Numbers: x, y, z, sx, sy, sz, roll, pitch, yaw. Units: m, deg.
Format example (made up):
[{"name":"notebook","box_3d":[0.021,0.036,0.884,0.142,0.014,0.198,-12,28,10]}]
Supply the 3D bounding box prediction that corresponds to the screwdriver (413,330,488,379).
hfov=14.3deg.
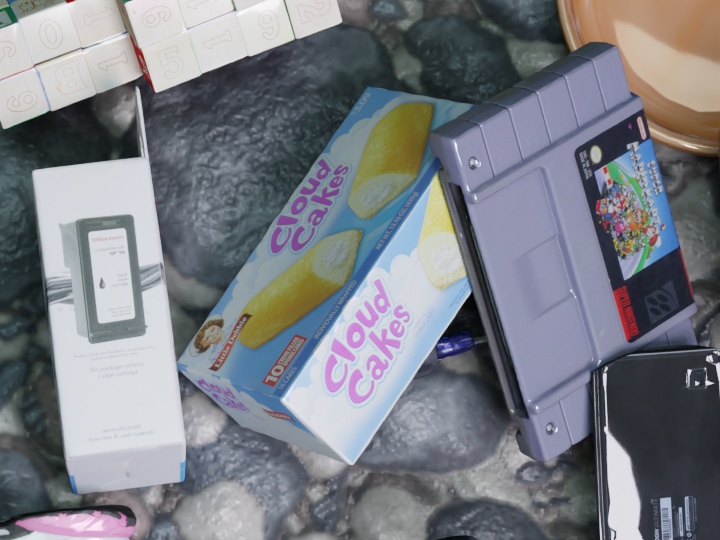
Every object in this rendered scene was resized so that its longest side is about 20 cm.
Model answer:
[{"name":"screwdriver","box_3d":[0.080,0.035,1.643,0.199,0.028,0.029,-14,49,-10]}]

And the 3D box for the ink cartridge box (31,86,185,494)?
[{"name":"ink cartridge box","box_3d":[-0.141,0.012,1.585,0.067,0.116,0.202,-6,76,-6]}]

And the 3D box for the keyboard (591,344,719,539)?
[{"name":"keyboard","box_3d":[0.192,0.142,1.603,0.126,0.021,0.202,-3,93,-13]}]

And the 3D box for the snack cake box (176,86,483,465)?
[{"name":"snack cake box","box_3d":[0.000,0.000,1.592,0.067,0.115,0.201,44,73,-33]}]

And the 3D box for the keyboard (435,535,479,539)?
[{"name":"keyboard","box_3d":[0.029,0.218,1.469,0.040,0.104,0.201,35,46,-33]}]

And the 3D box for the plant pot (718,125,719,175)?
[{"name":"plant pot","box_3d":[0.295,-0.023,1.596,0.176,0.200,0.202,-7,77,3]}]

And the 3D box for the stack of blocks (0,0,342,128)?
[{"name":"stack of blocks","box_3d":[-0.124,-0.150,1.621,0.199,0.115,0.059,-21,119,-8]}]

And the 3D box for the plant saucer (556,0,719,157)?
[{"name":"plant saucer","box_3d":[0.211,-0.161,1.693,0.198,0.037,0.202,1,77,-4]}]

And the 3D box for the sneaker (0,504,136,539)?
[{"name":"sneaker","box_3d":[-0.219,0.179,1.561,0.198,0.080,0.087,-5,87,0]}]

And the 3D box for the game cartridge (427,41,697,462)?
[{"name":"game cartridge","box_3d":[0.118,-0.011,1.584,0.129,0.038,0.201,-28,115,-24]}]
